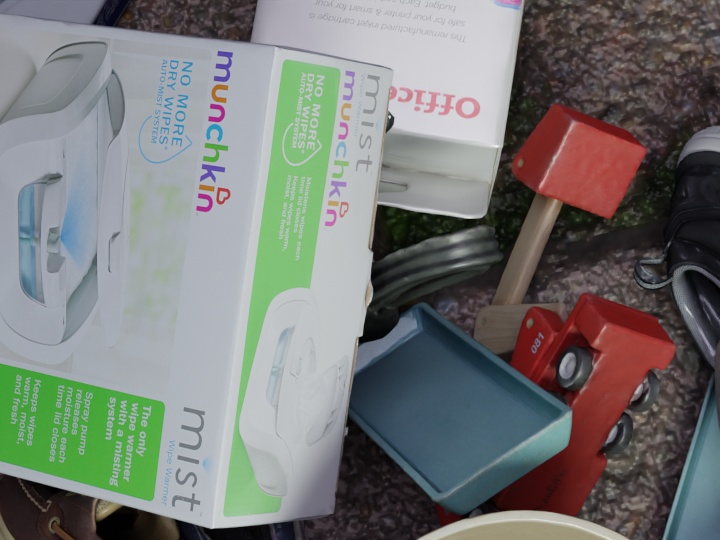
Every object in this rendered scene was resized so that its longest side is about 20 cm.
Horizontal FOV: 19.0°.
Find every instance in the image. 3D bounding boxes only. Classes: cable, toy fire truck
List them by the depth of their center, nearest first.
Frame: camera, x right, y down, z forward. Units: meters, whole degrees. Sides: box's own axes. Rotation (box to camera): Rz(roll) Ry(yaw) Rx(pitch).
[{"bbox_3d":[0.000,0.000,1.001,0.096,0.200,0.051,-6,78,-14],"label":"cable"},{"bbox_3d":[0.088,0.036,1.047,0.049,0.141,0.201,18,112,-28],"label":"toy fire truck"}]

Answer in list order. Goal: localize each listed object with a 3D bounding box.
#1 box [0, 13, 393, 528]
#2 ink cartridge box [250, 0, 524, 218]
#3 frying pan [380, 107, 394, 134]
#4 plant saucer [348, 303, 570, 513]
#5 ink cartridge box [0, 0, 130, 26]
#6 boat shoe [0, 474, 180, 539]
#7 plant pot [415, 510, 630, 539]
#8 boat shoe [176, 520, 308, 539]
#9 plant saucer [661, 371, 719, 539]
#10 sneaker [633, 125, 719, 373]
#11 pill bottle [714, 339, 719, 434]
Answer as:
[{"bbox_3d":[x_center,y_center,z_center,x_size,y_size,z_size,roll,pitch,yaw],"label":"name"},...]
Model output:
[{"bbox_3d":[-0.090,-0.003,0.945,0.176,0.096,0.201,11,94,34],"label":"box"},{"bbox_3d":[0.016,-0.123,1.072,0.128,0.125,0.201,9,77,3],"label":"ink cartridge box"},{"bbox_3d":[-0.052,-0.032,1.016,0.189,0.115,0.031,11,43,38],"label":"frying pan"},{"bbox_3d":[0.035,0.062,0.996,0.070,0.200,0.019,-33,109,-8],"label":"plant saucer"},{"bbox_3d":[-0.236,-0.124,1.068,0.199,0.041,0.200,17,44,4],"label":"ink cartridge box"},{"bbox_3d":[-0.110,0.130,0.991,0.072,0.200,0.072,26,97,-34],"label":"boat shoe"},{"bbox_3d":[0.042,0.203,0.944,0.186,0.200,0.189,2,81,-14],"label":"plant pot"},{"bbox_3d":[-0.078,0.067,1.042,0.074,0.093,0.201,-26,78,-6],"label":"boat shoe"},{"bbox_3d":[0.189,0.121,1.066,0.070,0.019,0.201,18,76,5],"label":"plant saucer"},{"bbox_3d":[0.231,0.014,1.050,0.199,0.076,0.114,26,58,12],"label":"sneaker"},{"bbox_3d":[0.270,0.062,0.976,0.199,0.111,0.112,-10,76,-3],"label":"pill bottle"}]
